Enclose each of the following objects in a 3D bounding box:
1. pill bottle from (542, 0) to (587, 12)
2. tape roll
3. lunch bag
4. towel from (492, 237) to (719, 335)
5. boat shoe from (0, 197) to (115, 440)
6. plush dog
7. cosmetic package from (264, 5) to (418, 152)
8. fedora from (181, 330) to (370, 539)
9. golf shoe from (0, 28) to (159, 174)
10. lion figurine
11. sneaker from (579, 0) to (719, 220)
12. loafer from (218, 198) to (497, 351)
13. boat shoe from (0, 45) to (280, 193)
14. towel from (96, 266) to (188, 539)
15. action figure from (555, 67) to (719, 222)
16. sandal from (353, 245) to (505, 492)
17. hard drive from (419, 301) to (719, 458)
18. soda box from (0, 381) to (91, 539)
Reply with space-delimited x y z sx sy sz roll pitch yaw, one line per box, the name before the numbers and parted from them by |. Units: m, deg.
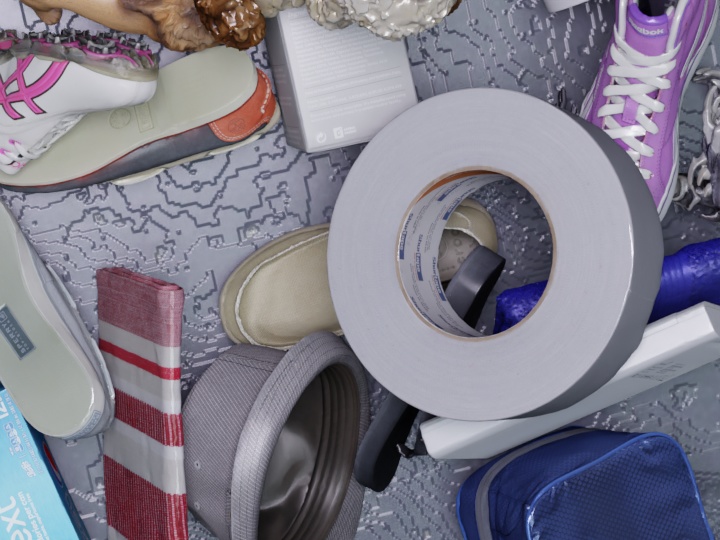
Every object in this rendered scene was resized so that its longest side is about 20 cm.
pill bottle | 0.119 -0.276 1.377 0.112 0.112 0.201 -24 99 -4
tape roll | 0.081 -0.009 1.293 0.199 0.066 0.202 -1 87 24
lunch bag | 0.161 0.209 1.432 0.135 0.132 0.201 -21 98 -20
towel | 0.182 0.024 1.416 0.198 0.148 0.050 -14 64 -6
boat shoe | -0.225 0.028 1.388 0.070 0.072 0.202 -34 74 4
plush dog | -0.023 -0.207 1.267 0.170 0.161 0.201 4 67 4
cosmetic package | -0.025 -0.182 1.373 0.089 0.107 0.202 -11 99 -7
fedora | -0.067 0.126 1.396 0.090 0.177 0.201 17 135 23
golf shoe | -0.203 -0.108 1.339 0.072 0.199 0.093 -12 102 -51
lion figurine | -0.162 -0.179 1.347 0.198 0.122 0.073 3 97 -7
sneaker | 0.168 -0.114 1.317 0.072 0.114 0.202 13 82 15
loafer | 0.000 0.000 1.416 0.199 0.068 0.076 -21 98 -5
boat shoe | -0.151 -0.090 1.387 0.199 0.063 0.072 -18 63 10
towel | -0.139 0.102 1.374 0.023 0.144 0.202 -4 98 -23
action figure | 0.231 -0.082 1.415 0.198 0.119 0.103 8 101 -3
sandal | 0.049 0.076 1.394 0.043 0.076 0.201 33 123 10
hard drive | 0.149 0.074 1.377 0.199 0.132 0.026 -24 77 17
soda box | -0.222 0.175 1.411 0.067 0.064 0.201 -24 99 -4
